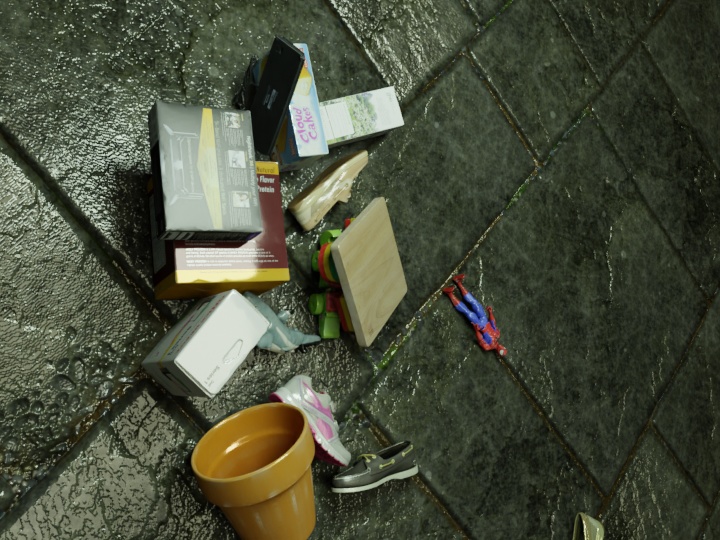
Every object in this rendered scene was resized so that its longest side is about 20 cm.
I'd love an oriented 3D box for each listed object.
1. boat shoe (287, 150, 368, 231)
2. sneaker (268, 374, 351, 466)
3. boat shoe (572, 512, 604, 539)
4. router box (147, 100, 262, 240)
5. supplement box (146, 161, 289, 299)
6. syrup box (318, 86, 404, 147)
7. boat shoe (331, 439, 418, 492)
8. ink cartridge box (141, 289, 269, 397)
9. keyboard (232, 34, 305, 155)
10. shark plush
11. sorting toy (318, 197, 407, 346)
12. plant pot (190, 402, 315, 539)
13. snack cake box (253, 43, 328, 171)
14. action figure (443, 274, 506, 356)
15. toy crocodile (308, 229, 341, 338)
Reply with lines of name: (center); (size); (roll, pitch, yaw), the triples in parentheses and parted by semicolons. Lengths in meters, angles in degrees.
boat shoe: (-0.052, -0.156, 1.383); (0.200, 0.071, 0.065); (-43, 111, -20)
sneaker: (-0.073, 0.268, 1.299); (0.088, 0.081, 0.202); (-47, 112, -32)
boat shoe: (0.487, 0.645, 1.598); (0.062, 0.073, 0.204); (29, 66, -17)
router box: (-0.239, -0.150, 1.113); (0.154, 0.052, 0.205); (0, 77, -32)
supplement box: (-0.239, -0.067, 1.205); (0.193, 0.132, 0.206); (-1, 79, -31)
syrup box: (-0.018, -0.294, 1.412); (0.197, 0.081, 0.081); (-21, 96, -32)
boat shoe: (0.024, 0.367, 1.352); (0.198, 0.071, 0.062); (-5, 88, -40)
ink cartridge box: (-0.249, 0.117, 1.142); (0.084, 0.199, 0.146); (46, 63, -17)
keyboard: (-0.168, -0.317, 1.280); (0.127, 0.203, 0.020); (40, 31, 23)
shark plush: (-0.136, 0.104, 1.275); (0.197, 0.090, 0.085); (22, 83, -31)
sorting toy: (0.000, 0.000, 1.330); (0.200, 0.068, 0.203); (-49, 130, -51)
plant pot: (-0.155, 0.353, 1.186); (0.198, 0.198, 0.187); (-29, 114, -31)
snack cake box: (-0.130, -0.295, 1.323); (0.066, 0.114, 0.205); (-11, 88, -33)
action figure: (0.255, 0.105, 1.545); (0.066, 0.051, 0.202); (-46, 109, -31)
toy crocodile: (-0.054, 0.025, 1.356); (0.066, 0.061, 0.206); (8, 79, -30)
